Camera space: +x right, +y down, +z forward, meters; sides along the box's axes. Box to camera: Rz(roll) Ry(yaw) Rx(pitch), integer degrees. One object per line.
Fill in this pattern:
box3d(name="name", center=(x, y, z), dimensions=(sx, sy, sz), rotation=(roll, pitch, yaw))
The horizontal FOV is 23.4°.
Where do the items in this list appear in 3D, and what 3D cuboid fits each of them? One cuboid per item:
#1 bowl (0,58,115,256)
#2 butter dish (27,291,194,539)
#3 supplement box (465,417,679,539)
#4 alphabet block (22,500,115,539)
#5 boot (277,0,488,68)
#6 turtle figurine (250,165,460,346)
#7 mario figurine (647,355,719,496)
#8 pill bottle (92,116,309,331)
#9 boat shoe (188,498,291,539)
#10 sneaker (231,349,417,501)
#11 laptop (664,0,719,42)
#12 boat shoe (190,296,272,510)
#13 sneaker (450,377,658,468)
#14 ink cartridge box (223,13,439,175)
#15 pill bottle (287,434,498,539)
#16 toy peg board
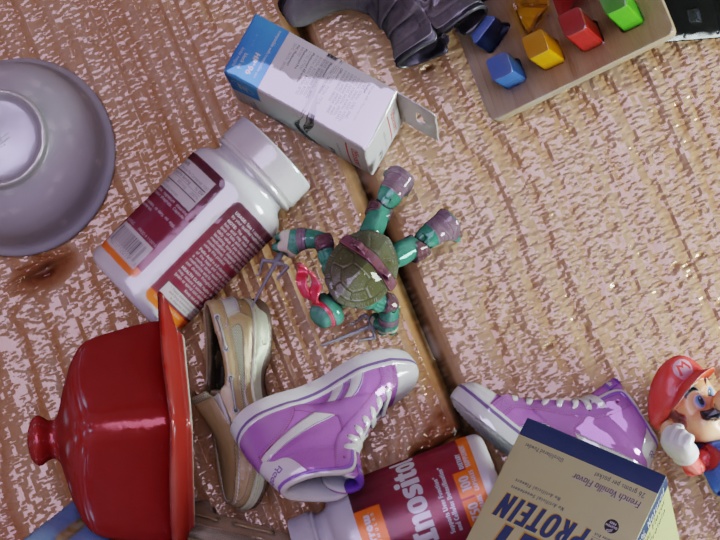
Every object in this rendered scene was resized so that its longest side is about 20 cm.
box3d(name="bowl", center=(-0.345, -0.121, 1.706), dimensions=(0.198, 0.090, 0.204), rotation=(0, 82, 3))
box3d(name="butter dish", center=(-0.226, 0.149, 1.563), dimensions=(0.146, 0.201, 0.201), rotation=(-2, 125, -8))
box3d(name="supplement box", center=(0.175, 0.273, 1.511), dimensions=(0.133, 0.200, 0.201), rotation=(21, 70, 23))
box3d(name="alphabet block", center=(-0.247, 0.353, 1.549), dimensions=(0.194, 0.196, 0.201), rotation=(31, 106, 9))
box3d(name="boot", center=(0.017, -0.252, 1.681), dimensions=(0.199, 0.070, 0.133), rotation=(-28, 76, 28))
box3d(name="turtle figurine", center=(0.000, 0.000, 1.656), dimensions=(0.200, 0.100, 0.150), rotation=(-45, 106, -19))
box3d(name="mario figurine", center=(0.345, 0.164, 1.608), dimensions=(0.106, 0.123, 0.201), rotation=(-35, 85, 10))
box3d(name="pill bottle", center=(-0.151, -0.044, 1.670), dimensions=(0.200, 0.114, 0.114), rotation=(-45, 81, -4))
box3d(name="boat shoe", center=(-0.158, 0.256, 1.656), dimensions=(0.198, 0.072, 0.065), rotation=(16, 48, 14))
box3d(name="sneaker", center=(-0.009, 0.153, 1.608), dimensions=(0.199, 0.073, 0.114), rotation=(-24, 54, -28))
box3d(name="laptop", center=(0.267, -0.297, 1.735), dimensions=(0.198, 0.103, 0.179), rotation=(-8, 81, -24))
box3d(name="boat shoe", center=(-0.130, 0.126, 1.652), dimensions=(0.075, 0.071, 0.203), rotation=(4, 79, -34))
box3d(name="sneaker", center=(0.189, 0.137, 1.649), dimensions=(0.199, 0.073, 0.115), rotation=(32, 81, -3))
box3d(name="ink cartridge box", center=(-0.026, -0.158, 1.678), dimensions=(0.199, 0.116, 0.068), rotation=(29, 85, 8))
box3d(name="pill bottle", center=(0.039, 0.238, 1.616), dimensions=(0.198, 0.113, 0.114), rotation=(-21, 81, 0))
box3d(name="toy peg board", center=(0.168, -0.280, 1.662), dimensions=(0.198, 0.098, 0.202), rotation=(-24, 77, 18))
